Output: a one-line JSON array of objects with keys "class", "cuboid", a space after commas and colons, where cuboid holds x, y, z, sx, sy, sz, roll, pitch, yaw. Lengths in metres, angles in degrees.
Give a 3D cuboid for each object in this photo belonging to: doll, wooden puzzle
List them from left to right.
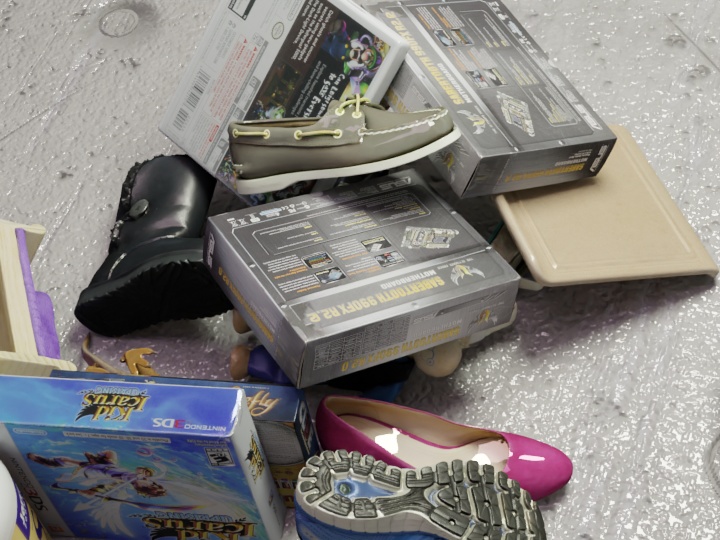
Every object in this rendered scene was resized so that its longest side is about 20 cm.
[{"class": "doll", "cuboid": [-0.010, 0.067, 1.152, 0.199, 0.048, 0.137, 0, 83, 24]}, {"class": "wooden puzzle", "cuboid": [0.192, -0.057, 1.206, 0.199, 0.037, 0.186, 0, 47, -28]}]

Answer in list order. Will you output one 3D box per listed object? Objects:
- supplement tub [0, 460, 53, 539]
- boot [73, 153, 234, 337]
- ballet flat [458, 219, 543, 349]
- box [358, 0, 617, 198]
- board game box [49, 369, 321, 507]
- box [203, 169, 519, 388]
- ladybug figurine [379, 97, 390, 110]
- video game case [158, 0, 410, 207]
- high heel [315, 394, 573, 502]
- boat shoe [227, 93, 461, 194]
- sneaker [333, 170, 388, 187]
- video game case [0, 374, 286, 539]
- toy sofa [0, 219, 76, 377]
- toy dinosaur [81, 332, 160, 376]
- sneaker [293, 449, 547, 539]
[{"class": "supplement tub", "cuboid": [-0.308, 0.208, 1.020, 0.145, 0.200, 0.146, -4, 52, 6]}, {"class": "boot", "cuboid": [-0.159, -0.038, 1.230, 0.199, 0.076, 0.169, -17, 46, 38]}, {"class": "ballet flat", "cuboid": [0.120, 0.010, 1.191, 0.062, 0.068, 0.200, 28, 62, 17]}, {"class": "box", "cuboid": [0.102, -0.155, 1.198, 0.158, 0.048, 0.200, -12, 54, -35]}, {"class": "board game box", "cuboid": [-0.134, 0.133, 1.091, 0.199, 0.136, 0.035, 3, 53, 11]}, {"class": "box", "cuboid": [0.000, 0.000, 1.095, 0.199, 0.049, 0.158, -16, 46, -29]}, {"class": "ladybug figurine", "cuboid": [-0.053, -0.151, 1.274, 0.199, 0.072, 0.136, -21, 24, 35]}, {"class": "video game case", "cuboid": [-0.071, -0.158, 1.207, 0.182, 0.023, 0.201, 40, 112, 24]}, {"class": "high heel", "cuboid": [0.065, 0.133, 1.083, 0.199, 0.096, 0.068, 7, 54, 14]}, {"class": "boat shoe", "cuboid": [-0.018, -0.108, 1.125, 0.201, 0.061, 0.072, -9, 13, 25]}, {"class": "sneaker", "cuboid": [-0.038, -0.046, 1.249, 0.070, 0.078, 0.200, 19, 58, 22]}, {"class": "video game case", "cuboid": [-0.170, 0.150, 1.055, 0.199, 0.182, 0.046, 2, 54, 11]}, {"class": "toy sofa", "cuboid": [-0.282, 0.047, 1.171, 0.097, 0.083, 0.200, 13, 32, -30]}, {"class": "toy dinosaur", "cuboid": [-0.194, 0.098, 1.156, 0.200, 0.106, 0.060, 33, 71, 26]}, {"class": "sneaker", "cuboid": [0.044, 0.193, 1.057, 0.199, 0.089, 0.079, 12, 46, -6]}]
